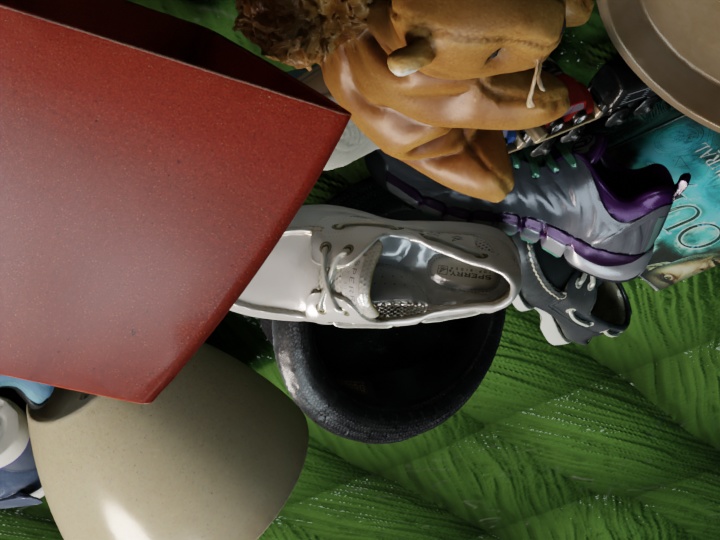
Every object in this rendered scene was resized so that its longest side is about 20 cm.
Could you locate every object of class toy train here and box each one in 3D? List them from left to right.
[{"bbox_3d":[0.113,-0.093,1.089,0.199,0.034,0.046,-22,159,-36],"label":"toy train"}]

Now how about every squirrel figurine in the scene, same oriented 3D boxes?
[{"bbox_3d":[0.019,-0.132,0.932,0.199,0.143,0.187,22,-179,0],"label":"squirrel figurine"}]

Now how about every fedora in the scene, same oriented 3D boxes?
[{"bbox_3d":[0.004,0.020,1.251,0.200,0.202,0.091,20,175,-40],"label":"fedora"}]

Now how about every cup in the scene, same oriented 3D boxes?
[{"bbox_3d":[-0.157,0.119,1.336,0.199,0.201,0.144,-24,121,25],"label":"cup"}]

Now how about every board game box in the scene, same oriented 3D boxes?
[{"bbox_3d":[0.215,-0.054,1.263,0.135,0.028,0.200,-25,146,26],"label":"board game box"}]

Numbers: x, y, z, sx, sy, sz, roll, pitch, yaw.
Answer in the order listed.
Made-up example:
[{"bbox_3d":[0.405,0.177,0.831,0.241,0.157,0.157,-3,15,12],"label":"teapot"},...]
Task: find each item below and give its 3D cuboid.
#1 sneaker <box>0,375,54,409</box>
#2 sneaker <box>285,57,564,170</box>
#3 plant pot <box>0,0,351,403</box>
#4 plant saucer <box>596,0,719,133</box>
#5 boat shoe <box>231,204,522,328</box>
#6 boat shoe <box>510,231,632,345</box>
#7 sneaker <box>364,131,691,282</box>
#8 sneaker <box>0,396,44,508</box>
[{"bbox_3d":[-0.290,0.059,1.242,0.198,0.091,0.078,6,-172,-23],"label":"sneaker"},{"bbox_3d":[0.032,-0.108,1.100,0.198,0.073,0.072,-10,136,-26],"label":"sneaker"},{"bbox_3d":[-0.154,-0.047,0.935,0.199,0.200,0.178,14,102,-31],"label":"plant pot"},{"bbox_3d":[0.227,-0.139,1.031,0.199,0.030,0.201,23,152,13],"label":"plant saucer"},{"bbox_3d":[0.000,0.000,1.119,0.198,0.071,0.069,-2,-167,1],"label":"boat shoe"},{"bbox_3d":[0.143,0.000,1.293,0.060,0.076,0.200,-6,164,19],"label":"boat shoe"},{"bbox_3d":[0.105,-0.067,1.163,0.198,0.075,0.088,19,127,-11],"label":"sneaker"},{"bbox_3d":[-0.329,0.150,1.426,0.198,0.081,0.147,-6,157,6],"label":"sneaker"}]
